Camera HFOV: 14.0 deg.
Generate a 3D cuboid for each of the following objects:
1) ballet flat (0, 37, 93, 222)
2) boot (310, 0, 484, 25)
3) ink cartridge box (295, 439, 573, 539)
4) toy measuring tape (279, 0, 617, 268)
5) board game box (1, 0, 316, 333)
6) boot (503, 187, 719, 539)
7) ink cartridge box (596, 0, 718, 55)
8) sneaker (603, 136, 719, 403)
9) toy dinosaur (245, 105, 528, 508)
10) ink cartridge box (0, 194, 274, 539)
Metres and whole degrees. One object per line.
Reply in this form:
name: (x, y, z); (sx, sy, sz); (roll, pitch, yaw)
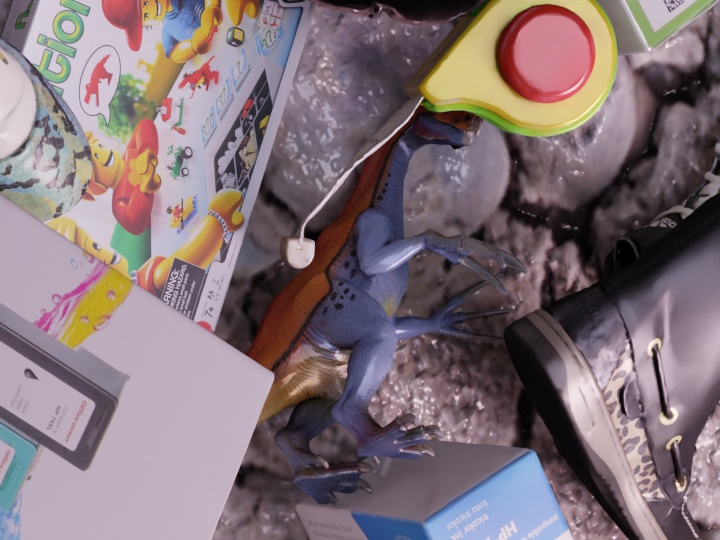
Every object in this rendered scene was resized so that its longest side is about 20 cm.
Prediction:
ballet flat: (-0.186, -0.089, 1.165); (0.200, 0.074, 0.074); (37, 72, -12)
boot: (-0.046, -0.183, 1.224); (0.199, 0.072, 0.167); (5, 47, -37)
ink cartridge box: (0.061, 0.179, 1.307); (0.067, 0.116, 0.201); (-31, 105, -27)
toy measuring tape: (0.051, -0.063, 1.263); (0.074, 0.074, 0.200); (41, 87, -24)
board game box: (-0.096, -0.076, 1.260); (0.126, 0.035, 0.201); (22, 79, -28)
boot: (0.156, 0.043, 1.332); (0.150, 0.073, 0.200); (-38, 139, -4)
ink cartridge box: (0.075, -0.193, 1.321); (0.059, 0.104, 0.201); (-38, 108, -25)
sneaker: (0.182, -0.034, 1.402); (0.115, 0.075, 0.202); (7, 89, -32)
toy dinosaur: (0.000, 0.000, 1.282); (0.199, 0.105, 0.183); (8, 60, -24)
ink cartridge box: (-0.168, 0.061, 1.145); (0.200, 0.146, 0.147); (35, 65, -27)
